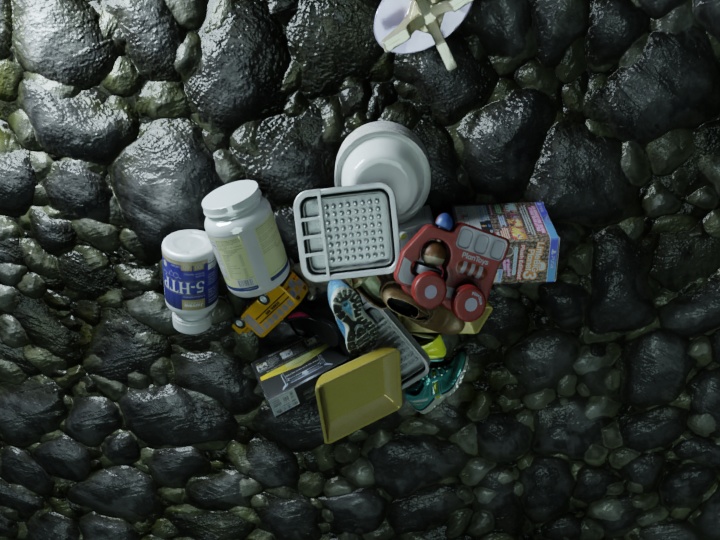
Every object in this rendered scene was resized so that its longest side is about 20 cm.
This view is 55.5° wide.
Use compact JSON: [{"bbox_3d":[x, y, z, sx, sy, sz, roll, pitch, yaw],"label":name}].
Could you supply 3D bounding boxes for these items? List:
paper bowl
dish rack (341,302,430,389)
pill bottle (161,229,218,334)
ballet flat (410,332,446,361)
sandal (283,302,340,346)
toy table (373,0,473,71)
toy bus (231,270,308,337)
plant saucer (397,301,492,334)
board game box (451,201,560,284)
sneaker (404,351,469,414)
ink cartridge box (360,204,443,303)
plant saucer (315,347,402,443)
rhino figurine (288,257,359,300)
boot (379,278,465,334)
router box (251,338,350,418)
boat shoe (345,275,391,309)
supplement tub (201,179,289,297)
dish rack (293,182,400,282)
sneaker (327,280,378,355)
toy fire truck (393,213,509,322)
[{"bbox_3d":[0.044,-0.183,1.363,0.194,0.105,0.206,0,119,0],"label":"paper bowl"},{"bbox_3d":[0.060,0.162,1.510,0.201,0.043,0.171,49,139,0],"label":"dish rack"},{"bbox_3d":[-0.366,0.028,1.482,0.116,0.121,0.205,5,120,-1],"label":"pill bottle"},{"bbox_3d":[0.102,0.180,1.594,0.193,0.067,0.069,-6,99,9],"label":"ballet flat"},{"bbox_3d":[-0.121,0.118,1.505,0.045,0.197,0.077,-30,124,-32],"label":"sandal"},{"bbox_3d":[0.115,-0.448,1.203,0.198,0.118,0.184,-37,113,19],"label":"toy table"},{"bbox_3d":[-0.203,0.080,1.509,0.078,0.066,0.199,41,128,-9],"label":"toy bus"},{"bbox_3d":[0.177,0.087,1.498,0.193,0.050,0.201,2,159,0],"label":"plant saucer"},{"bbox_3d":[0.288,-0.057,1.394,0.193,0.161,0.099,-2,122,3],"label":"board game box"},{"bbox_3d":[0.183,0.263,1.630,0.079,0.078,0.200,38,114,-9],"label":"sneaker"},{"bbox_3d":[0.074,-0.032,1.457,0.194,0.084,0.148,-16,118,11],"label":"ink cartridge box"},{"bbox_3d":[-0.007,0.258,1.474,0.195,0.049,0.204,-22,135,-17],"label":"plant saucer"},{"bbox_3d":[-0.097,0.018,1.501,0.194,0.061,0.089,10,132,12],"label":"rhino figurine"},{"bbox_3d":[0.127,0.088,1.362,0.196,0.076,0.075,24,108,-16],"label":"boot"},{"bbox_3d":[-0.131,0.221,1.525,0.196,0.157,0.053,-25,121,-12],"label":"router box"},{"bbox_3d":[0.000,0.000,1.386,0.075,0.075,0.199,-40,110,22],"label":"boat shoe"},{"bbox_3d":[-0.236,-0.066,1.410,0.140,0.146,0.205,-11,119,8],"label":"supplement tub"},{"bbox_3d":[-0.023,-0.075,1.318,0.193,0.044,0.178,-6,101,5],"label":"dish rack"},{"bbox_3d":[-0.019,0.093,1.454,0.077,0.090,0.203,-25,129,-8],"label":"sneaker"},{"bbox_3d":[0.167,-0.011,1.278,0.195,0.112,0.173,18,96,-13],"label":"toy fire truck"}]
